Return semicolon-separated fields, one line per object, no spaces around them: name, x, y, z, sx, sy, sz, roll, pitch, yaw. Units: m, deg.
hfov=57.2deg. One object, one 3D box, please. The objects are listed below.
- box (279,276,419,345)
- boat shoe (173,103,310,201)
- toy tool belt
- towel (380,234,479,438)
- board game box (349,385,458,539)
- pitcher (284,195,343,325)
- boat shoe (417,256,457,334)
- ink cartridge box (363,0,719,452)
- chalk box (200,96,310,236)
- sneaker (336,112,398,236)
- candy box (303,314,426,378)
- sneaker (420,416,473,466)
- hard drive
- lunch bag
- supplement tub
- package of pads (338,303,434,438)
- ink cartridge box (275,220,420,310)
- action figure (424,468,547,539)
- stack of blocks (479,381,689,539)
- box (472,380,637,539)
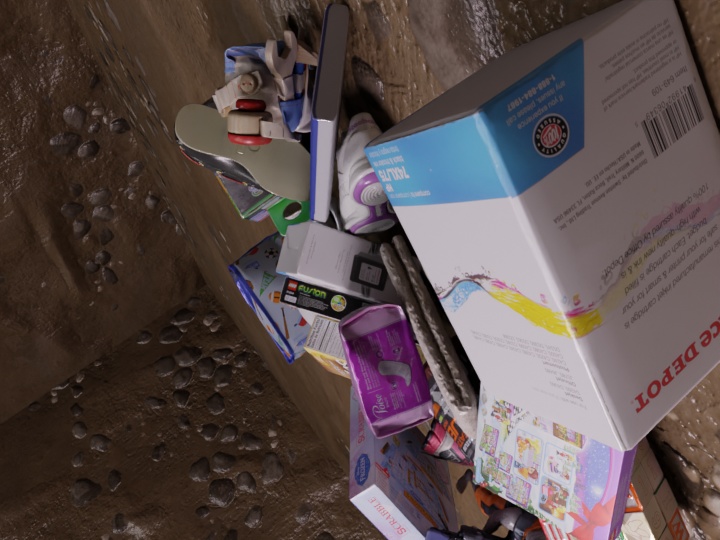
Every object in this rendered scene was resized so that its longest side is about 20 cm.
box;-0.008;0.056;0.897;0.194;0.036;0.110;17;176;1
boat shoe;-0.139;-0.145;0.834;0.197;0.076;0.063;23;171;-14
toy tool belt;-0.103;-0.212;0.716;0.201;0.121;0.127;-73;-13;-71
towel;0.075;0.071;0.690;0.133;0.034;0.204;57;-171;-63
board game box;0.058;0.268;0.851;0.201;0.041;0.201;52;-163;-22
pitcher;-0.050;-0.013;1.007;0.170;0.119;0.206;2;112;62
boat shoe;0.091;0.000;0.693;0.073;0.074;0.204;23;141;60
ink cartridge box;0.126;-0.030;0.413;0.204;0.145;0.145;61;162;-14
chalk box;-0.135;-0.149;0.925;0.203;0.123;0.124;58;-178;-2
sneaker;0.009;-0.107;0.774;0.201;0.073;0.102;103;154;-71
candy box;0.028;0.132;0.949;0.195;0.057;0.116;14;160;23
sneaker;0.132;0.222;0.893;0.073;0.083;0.200;25;-175;13
hard drive;-0.036;-0.159;0.712;0.201;0.025;0.136;102;174;-67
lunch bag;-0.113;0.029;1.155;0.202;0.168;0.124;52;162;7
supplement tub;0.158;0.174;0.757;0.201;0.106;0.108;48;161;26
package of pads;0.021;0.100;0.727;0.200;0.074;0.124;127;125;-86
ink cartridge box;0.000;0.000;0.858;0.195;0.069;0.115;18;175;-21
action figure;0.172;0.287;0.785;0.194;0.108;0.194;15;-172;-10
stack of blocks;0.208;0.176;0.624;0.114;0.058;0.205;-27;87;47
box;0.168;0.122;0.569;0.135;0.039;0.206;20;119;39
